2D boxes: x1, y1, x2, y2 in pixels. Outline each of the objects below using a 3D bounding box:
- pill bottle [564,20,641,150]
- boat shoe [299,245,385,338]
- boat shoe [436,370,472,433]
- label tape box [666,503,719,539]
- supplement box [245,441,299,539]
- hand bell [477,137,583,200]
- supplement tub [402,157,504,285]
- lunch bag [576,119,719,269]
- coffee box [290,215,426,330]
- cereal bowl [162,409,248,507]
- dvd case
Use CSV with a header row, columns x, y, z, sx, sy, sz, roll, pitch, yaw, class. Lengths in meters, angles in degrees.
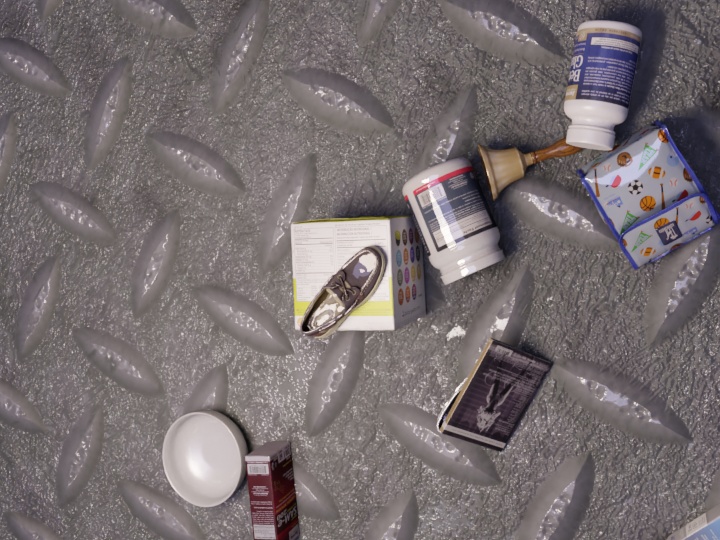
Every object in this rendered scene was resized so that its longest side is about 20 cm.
x,y,z,sx,sy,sz,roll,pitch,yaw,class
0.412,-0.315,1.402,0.109,0.111,0.205,11,94,19,pill bottle
-0.033,0.042,1.411,0.072,0.065,0.200,46,108,12,boat shoe
0.213,0.233,1.547,0.072,0.068,0.200,47,108,10,boat shoe
0.613,0.518,1.428,0.199,0.066,0.144,-41,80,21,label tape box
-0.181,0.469,1.690,0.060,0.109,0.205,-4,94,19,supplement box
0.321,-0.208,1.478,0.196,0.104,0.106,-18,88,7,hand bell
0.172,-0.091,1.498,0.138,0.140,0.203,-24,86,20,supplement tub
0.493,-0.124,1.392,0.168,0.124,0.202,-30,97,20,lunch bag
0.000,0.000,1.537,0.196,0.199,0.202,-1,94,21,coffee box
-0.323,0.395,1.749,0.196,0.083,0.205,2,94,19,cereal bowl
0.251,0.234,1.513,0.147,0.016,0.203,21,104,-26,dvd case
